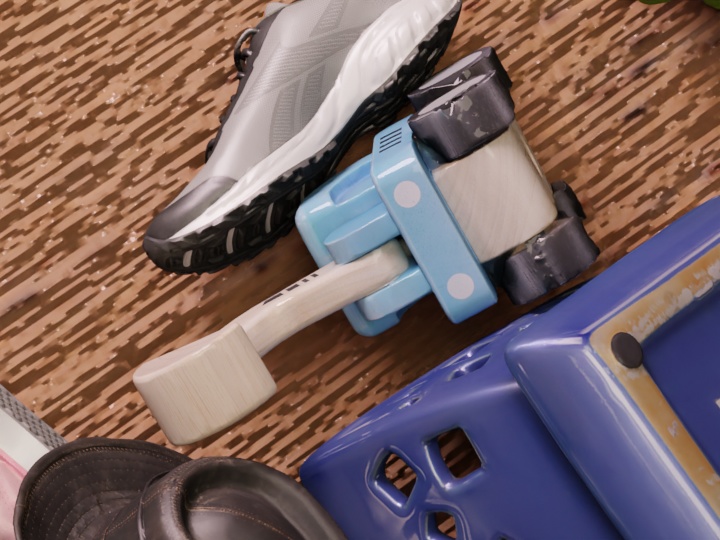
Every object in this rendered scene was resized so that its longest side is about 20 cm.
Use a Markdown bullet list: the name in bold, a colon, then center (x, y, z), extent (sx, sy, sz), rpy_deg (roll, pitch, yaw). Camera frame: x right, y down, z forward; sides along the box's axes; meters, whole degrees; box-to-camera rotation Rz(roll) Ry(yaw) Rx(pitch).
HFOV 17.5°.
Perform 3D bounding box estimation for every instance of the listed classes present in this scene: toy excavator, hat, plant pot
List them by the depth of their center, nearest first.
- **hat**: center (-0.048, 0.134, 0.992), extent (0.201, 0.201, 0.081), rpy_deg (49, 117, 2)
- **plant pot**: center (0.128, 0.094, 1.019), extent (0.200, 0.180, 0.200), rpy_deg (-31, 83, -42)
- **toy excavator**: center (0.000, 0.000, 1.065), extent (0.199, 0.195, 0.100), rpy_deg (-30, 100, 9)

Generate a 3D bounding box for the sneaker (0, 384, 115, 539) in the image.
- **sneaker**: center (-0.171, 0.117, 1.059), extent (0.200, 0.075, 0.105), rpy_deg (41, 88, -6)

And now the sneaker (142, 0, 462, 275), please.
- **sneaker**: center (-0.038, -0.077, 1.122), extent (0.079, 0.074, 0.200), rpy_deg (39, 69, 9)

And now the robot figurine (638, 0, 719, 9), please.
- **robot figurine**: center (0.216, -0.203, 1.159), extent (0.199, 0.116, 0.176), rpy_deg (-26, 76, -13)
